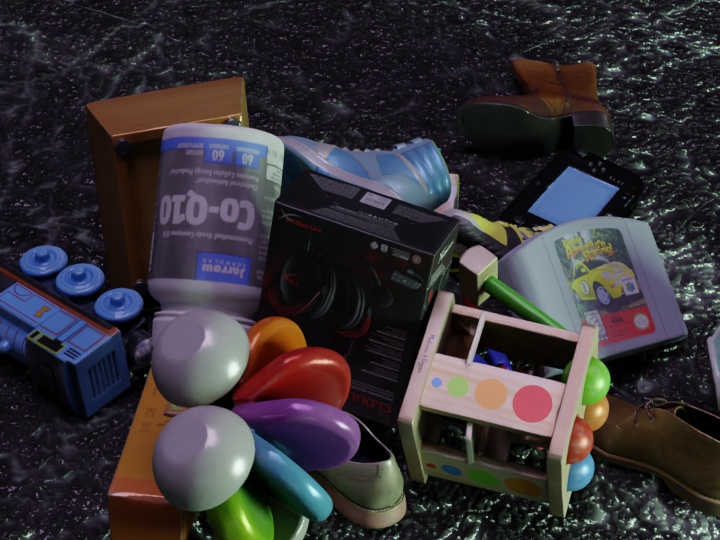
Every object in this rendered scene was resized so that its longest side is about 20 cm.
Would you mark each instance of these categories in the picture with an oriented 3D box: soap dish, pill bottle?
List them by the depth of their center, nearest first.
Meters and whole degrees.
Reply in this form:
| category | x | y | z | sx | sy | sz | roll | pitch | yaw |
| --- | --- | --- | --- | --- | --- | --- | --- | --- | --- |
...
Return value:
| category | x | y | z | sx | sy | sz | roll | pitch | yaw |
| --- | --- | --- | --- | --- | --- | --- | --- | --- | --- |
| pill bottle | -0.132 | -0.024 | 1.582 | 0.113 | 0.202 | 0.114 | 5 | -6 | 0 |
| soap dish | -0.175 | -0.075 | 1.698 | 0.156 | 0.202 | 0.081 | -11 | 26 | -13 |

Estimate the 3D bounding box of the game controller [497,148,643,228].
| category | x | y | z | sx | sy | sz | roll | pitch | yaw |
| --- | --- | --- | --- | --- | --- | --- | --- | --- | --- |
| game controller | 0.225 | -0.068 | 1.861 | 0.104 | 0.042 | 0.200 | 18 | 38 | 23 |

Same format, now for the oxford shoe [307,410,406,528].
| category | x | y | z | sx | sy | sz | roll | pitch | yaw |
| --- | --- | --- | --- | --- | --- | --- | --- | --- | --- |
| oxford shoe | -0.032 | 0.139 | 1.506 | 0.199 | 0.074 | 0.071 | 30 | 43 | 36 |

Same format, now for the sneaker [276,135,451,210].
| category | x | y | z | sx | sy | sz | roll | pitch | yaw |
| --- | --- | --- | --- | --- | --- | --- | --- | --- | --- |
| sneaker | 0.007 | -0.099 | 1.768 | 0.199 | 0.080 | 0.130 | 32 | 49 | 33 |

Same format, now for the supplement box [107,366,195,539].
| category | x | y | z | sx | sy | sz | roll | pitch | yaw |
| --- | --- | --- | --- | --- | --- | --- | --- | --- | --- |
| supplement box | -0.162 | 0.152 | 1.490 | 0.066 | 0.069 | 0.201 | 5 | 35 | 4 |

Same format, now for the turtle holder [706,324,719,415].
| category | x | y | z | sx | sy | sz | roll | pitch | yaw |
| --- | --- | --- | --- | --- | --- | --- | --- | --- | --- |
| turtle holder | 0.380 | 0.106 | 1.547 | 0.130 | 0.141 | 0.187 | -9 | 72 | 9 |

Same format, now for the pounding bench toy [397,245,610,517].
| category | x | y | z | sx | sy | sz | roll | pitch | yaw |
| --- | --- | --- | --- | --- | --- | --- | --- | --- | --- |
| pounding bench toy | 0.137 | 0.083 | 1.486 | 0.155 | 0.125 | 0.201 | 12 | 63 | 14 |

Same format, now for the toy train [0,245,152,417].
| category | x | y | z | sx | sy | sz | roll | pitch | yaw |
| --- | --- | --- | --- | --- | --- | --- | --- | --- | --- |
| toy train | -0.280 | 0.050 | 1.623 | 0.199 | 0.087 | 0.114 | 27 | 47 | 32 |

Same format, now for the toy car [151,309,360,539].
| category | x | y | z | sx | sy | sz | roll | pitch | yaw |
| --- | --- | --- | --- | --- | --- | --- | --- | --- | --- |
| toy car | -0.072 | 0.127 | 1.388 | 0.149 | 0.175 | 0.201 | -15 | 53 | 14 |

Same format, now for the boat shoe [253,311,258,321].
| category | x | y | z | sx | sy | sz | roll | pitch | yaw |
| --- | --- | --- | --- | --- | --- | --- | --- | --- | --- |
| boat shoe | -0.064 | 0.037 | 1.650 | 0.198 | 0.073 | 0.062 | 11 | 37 | 18 |

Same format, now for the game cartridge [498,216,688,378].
| category | x | y | z | sx | sy | sz | roll | pitch | yaw |
| --- | --- | --- | --- | --- | --- | --- | --- | --- | --- |
| game cartridge | 0.217 | 0.019 | 1.636 | 0.199 | 0.041 | 0.134 | -12 | 75 | -41 |

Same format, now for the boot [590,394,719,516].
| category | x | y | z | sx | sy | sz | roll | pitch | yaw |
| --- | --- | --- | --- | --- | --- | --- | --- | --- | --- |
| boot | 0.253 | 0.135 | 1.529 | 0.199 | 0.076 | 0.073 | 25 | 42 | 33 |

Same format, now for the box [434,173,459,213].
| category | x | y | z | sx | sy | sz | roll | pitch | yaw |
| --- | --- | --- | --- | --- | --- | --- | --- | --- | --- |
| box | 0.001 | -0.068 | 1.815 | 0.198 | 0.050 | 0.076 | 5 | 70 | 6 |

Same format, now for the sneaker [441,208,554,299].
| category | x | y | z | sx | sy | sz | roll | pitch | yaw |
| --- | --- | --- | --- | --- | --- | --- | --- | --- | --- |
| sneaker | 0.150 | -0.012 | 1.668 | 0.199 | 0.075 | 0.077 | 30 | 59 | -29 |

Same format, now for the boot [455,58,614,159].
| category | x | y | z | sx | sy | sz | roll | pitch | yaw |
| --- | --- | --- | --- | --- | --- | --- | --- | --- | --- |
| boot | 0.197 | -0.207 | 2.045 | 0.186 | 0.069 | 0.201 | 0 | 33 | -2 |

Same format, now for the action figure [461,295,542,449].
| category | x | y | z | sx | sy | sz | roll | pitch | yaw |
| --- | --- | --- | --- | --- | --- | --- | --- | --- | --- |
| action figure | 0.123 | 0.096 | 1.602 | 0.065 | 0.052 | 0.200 | -14 | 36 | -16 |

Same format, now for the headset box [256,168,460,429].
| category | x | y | z | sx | sy | sz | roll | pitch | yaw |
| --- | --- | --- | --- | --- | --- | --- | --- | --- | --- |
| headset box | -0.009 | 0.034 | 1.514 | 0.147 | 0.202 | 0.075 | 19 | 32 | 13 |
